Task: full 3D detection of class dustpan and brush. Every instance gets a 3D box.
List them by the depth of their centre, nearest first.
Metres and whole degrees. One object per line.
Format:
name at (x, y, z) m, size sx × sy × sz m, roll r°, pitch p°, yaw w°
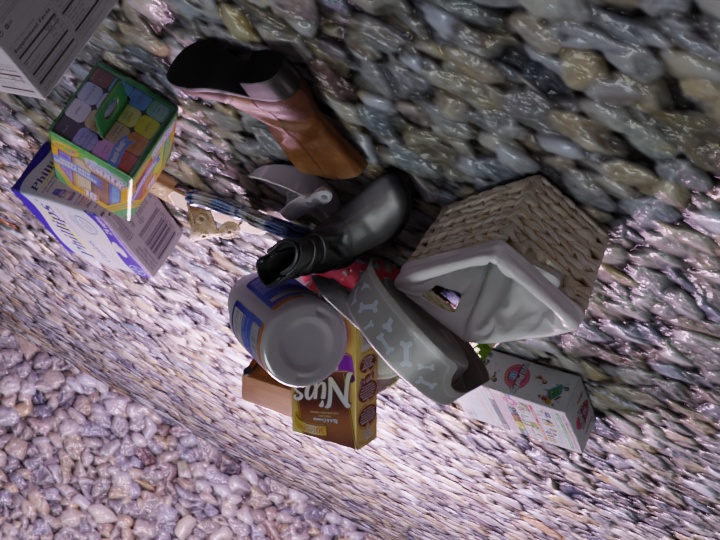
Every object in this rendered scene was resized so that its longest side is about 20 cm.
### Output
dustpan and brush at (-0.067, -0.092, 1.278) m, size 0.139 × 0.057 × 0.200 m, roll 35°, pitch 157°, yaw -15°

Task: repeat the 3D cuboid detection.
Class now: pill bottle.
pill bottle at (-0.103, 0.065, 1.283) m, size 0.112 × 0.112 × 0.200 m, roll 41°, pitch 176°, yaw -27°

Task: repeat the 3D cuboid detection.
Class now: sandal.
sandal at (-0.246, -0.077, 1.505) m, size 0.211 × 0.070 × 0.078 m, roll 25°, pitch 157°, yaw 8°

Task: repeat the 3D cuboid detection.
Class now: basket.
basket at (0.156, -0.010, 1.113) m, size 0.135 × 0.124 × 0.200 m, roll 38°, pitch 155°, yaw -20°

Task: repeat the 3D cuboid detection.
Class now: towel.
towel at (-0.126, -0.065, 1.361) m, size 0.199 × 0.024 × 0.147 m, roll 20°, pitch -178°, yaw 35°

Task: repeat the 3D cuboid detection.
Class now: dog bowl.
dog bowl at (0.064, 0.076, 1.192) m, size 0.200 × 0.059 × 0.200 m, roll 44°, pitch -168°, yaw -11°

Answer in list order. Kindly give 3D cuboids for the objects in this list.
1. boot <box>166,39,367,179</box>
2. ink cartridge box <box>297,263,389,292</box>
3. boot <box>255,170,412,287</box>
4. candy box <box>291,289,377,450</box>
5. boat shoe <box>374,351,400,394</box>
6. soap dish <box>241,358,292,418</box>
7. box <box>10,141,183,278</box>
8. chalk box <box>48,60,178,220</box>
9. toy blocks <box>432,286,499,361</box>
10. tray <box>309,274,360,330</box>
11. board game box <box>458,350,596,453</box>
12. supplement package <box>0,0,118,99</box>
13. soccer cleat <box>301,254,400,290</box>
boot at (-0.108, -0.182, 1.169) m, size 0.187 × 0.069 × 0.200 m, roll 4°, pitch 155°, yaw 31°
ink cartridge box at (-0.029, 0.046, 1.490) m, size 0.199 × 0.084 × 0.146 m, roll 12°, pitch 152°, yaw 33°
boot at (-0.033, -0.040, 1.202) m, size 0.070 × 0.131 × 0.200 m, roll 59°, pitch 136°, yaw 15°
candy box at (-0.037, 0.136, 1.392) m, size 0.116 × 0.056 × 0.201 m, roll 9°, pitch 109°, yaw 33°
boat shoe at (0.031, 0.126, 1.415) m, size 0.202 × 0.060 × 0.072 m, roll -43°, pitch 67°, yaw 42°
soap dish at (-0.084, 0.136, 1.601) m, size 0.157 × 0.200 × 0.081 m, roll 13°, pitch 147°, yaw 34°
box at (-0.422, -0.096, 1.624) m, size 0.199 × 0.105 × 0.184 m, roll 16°, pitch 154°, yaw 29°
chalk box at (-0.320, -0.175, 1.317) m, size 0.123 × 0.125 × 0.200 m, roll 31°, pitch 158°, yaw -4°
toy blocks at (0.126, 0.048, 1.329) m, size 0.137 × 0.100 × 0.200 m, roll 40°, pitch 155°, yaw 1°
tray at (0.020, 0.075, 1.269) m, size 0.200 × 0.022 × 0.107 m, roll 43°, pitch -177°, yaw -17°
board game box at (0.240, 0.190, 1.512) m, size 0.199 × 0.064 × 0.148 m, roll 16°, pitch 155°, yaw 31°
supplement package at (-0.404, -0.295, 1.120) m, size 0.199 × 0.156 × 0.111 m, roll 14°, pitch 154°, yaw 31°
soccer cleat at (0.000, 0.000, 1.361) m, size 0.199 × 0.076 × 0.067 m, roll 7°, pitch 130°, yaw 41°
